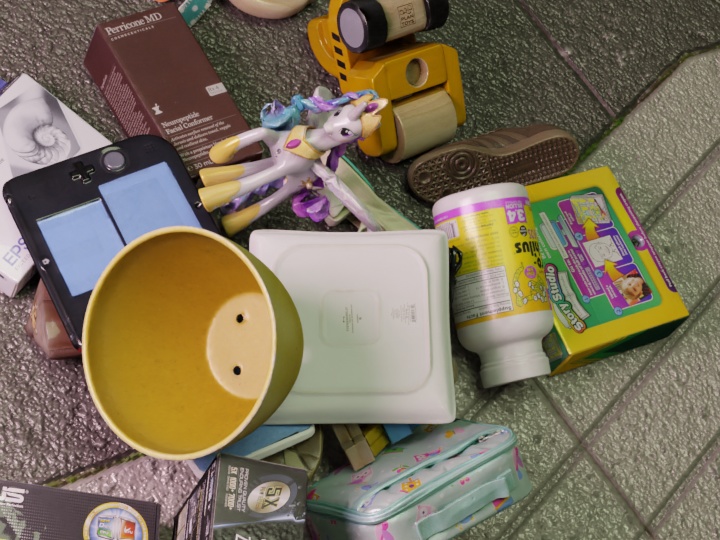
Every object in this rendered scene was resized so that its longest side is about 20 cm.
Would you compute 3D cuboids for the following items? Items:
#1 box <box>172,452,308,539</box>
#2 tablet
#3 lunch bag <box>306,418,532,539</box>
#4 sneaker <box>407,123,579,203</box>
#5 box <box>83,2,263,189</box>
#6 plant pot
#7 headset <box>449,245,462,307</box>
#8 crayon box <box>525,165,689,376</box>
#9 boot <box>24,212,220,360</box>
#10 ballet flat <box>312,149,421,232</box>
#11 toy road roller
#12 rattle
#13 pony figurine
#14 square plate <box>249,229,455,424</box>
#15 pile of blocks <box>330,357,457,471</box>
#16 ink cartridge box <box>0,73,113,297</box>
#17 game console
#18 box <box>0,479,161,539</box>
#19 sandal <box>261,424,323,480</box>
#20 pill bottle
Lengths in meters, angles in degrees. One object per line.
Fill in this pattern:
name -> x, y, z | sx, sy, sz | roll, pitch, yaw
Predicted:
box -> -0.114, 0.287, 1.471 | 0.085, 0.164, 0.202 | 13, 57, -16
tablet -> -0.146, 0.108, 1.615 | 0.129, 0.014, 0.200 | -20, 51, -28
lunch bag -> 0.057, 0.206, 1.587 | 0.199, 0.160, 0.078 | -26, 102, -29
sneaker -> 0.143, -0.120, 1.886 | 0.198, 0.071, 0.076 | -9, 21, -12
box -> -0.195, -0.172, 1.758 | 0.100, 0.075, 0.201 | -23, 71, -32
plant pot -> -0.128, 0.067, 1.514 | 0.201, 0.199, 0.142 | 61, 22, 17
headset -> 0.000, 0.000, 1.705 | 0.198, 0.095, 0.124 | 13, 18, -6
crayon box -> 0.241, -0.003, 1.857 | 0.171, 0.058, 0.201 | -15, 68, -28
boot -> -0.233, 0.005, 1.650 | 0.198, 0.065, 0.187 | -5, 47, -13
ballet flat -> 0.000, -0.058, 1.785 | 0.200, 0.070, 0.070 | 41, 54, 3
toy road roller -> 0.022, -0.229, 1.875 | 0.122, 0.145, 0.202 | -22, 109, -32
rattle -> -0.120, -0.348, 1.856 | 0.199, 0.142, 0.132 | -8, 84, -34
pony figurine -> -0.055, -0.104, 1.668 | 0.198, 0.193, 0.168 | -23, 74, 2
square plate -> -0.009, 0.048, 1.613 | 0.196, 0.028, 0.202 | 0, 66, -2
pile of blocks -> 0.034, 0.117, 1.646 | 0.063, 0.082, 0.200 | 63, 35, -12
ink cartridge box -> -0.360, -0.103, 1.665 | 0.199, 0.041, 0.200 | 36, 54, 0
game console -> -0.228, -0.031, 1.616 | 0.176, 0.031, 0.201 | -19, 64, -24
box -> -0.280, 0.272, 1.481 | 0.198, 0.044, 0.162 | 12, 58, -17
sandal -> -0.062, 0.129, 1.649 | 0.079, 0.054, 0.201 | 1, 54, 5
pill bottle -> 0.143, 0.017, 1.759 | 0.103, 0.104, 0.202 | -9, 84, -27
